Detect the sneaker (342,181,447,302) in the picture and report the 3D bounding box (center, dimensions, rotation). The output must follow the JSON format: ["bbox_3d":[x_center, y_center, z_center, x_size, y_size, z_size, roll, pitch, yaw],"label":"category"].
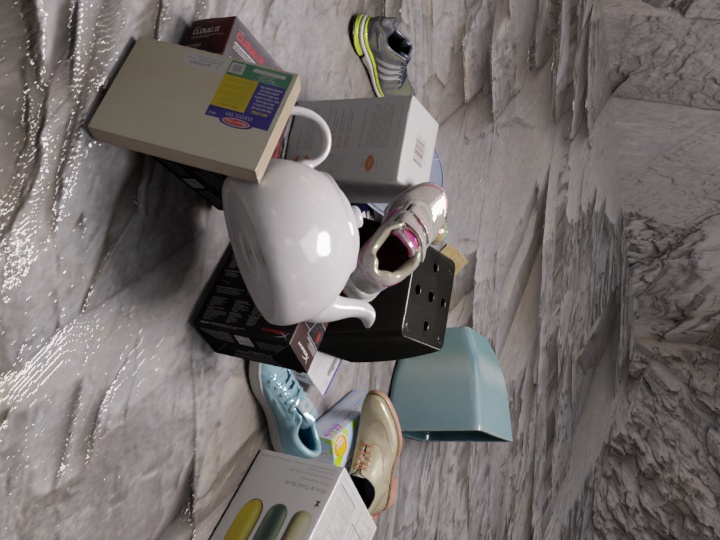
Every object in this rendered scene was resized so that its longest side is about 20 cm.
[{"bbox_3d":[0.058,-0.040,1.014,0.081,0.088,0.201,44,66,-13],"label":"sneaker"}]

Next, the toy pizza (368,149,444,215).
[{"bbox_3d":[0.055,-0.173,1.328,0.197,0.032,0.204,12,65,-26],"label":"toy pizza"}]

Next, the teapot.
[{"bbox_3d":[-0.065,-0.047,0.894,0.144,0.199,0.202,-21,147,-18],"label":"teapot"}]

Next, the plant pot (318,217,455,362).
[{"bbox_3d":[0.029,0.031,1.162,0.199,0.174,0.204,26,71,-54],"label":"plant pot"}]

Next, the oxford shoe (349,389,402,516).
[{"bbox_3d":[0.020,0.292,1.231,0.073,0.070,0.205,-15,105,-54],"label":"oxford shoe"}]

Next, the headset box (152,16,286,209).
[{"bbox_3d":[-0.162,-0.198,0.967,0.149,0.074,0.204,42,58,-53],"label":"headset box"}]

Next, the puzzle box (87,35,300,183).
[{"bbox_3d":[-0.176,-0.175,0.845,0.026,0.196,0.135,86,23,-62],"label":"puzzle box"}]

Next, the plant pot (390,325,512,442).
[{"bbox_3d":[0.174,0.219,1.515,0.195,0.193,0.204,30,58,-57],"label":"plant pot"}]

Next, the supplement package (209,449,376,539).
[{"bbox_3d":[-0.099,0.385,1.081,0.201,0.149,0.152,-59,140,-38],"label":"supplement package"}]

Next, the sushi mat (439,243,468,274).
[{"bbox_3d":[0.110,0.038,1.423,0.200,0.012,0.095,-48,143,7],"label":"sushi mat"}]

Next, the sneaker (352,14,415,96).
[{"bbox_3d":[0.056,-0.352,1.338,0.200,0.080,0.075,50,52,-50],"label":"sneaker"}]

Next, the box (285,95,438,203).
[{"bbox_3d":[0.000,-0.172,1.142,0.097,0.196,0.127,29,69,-57],"label":"box"}]

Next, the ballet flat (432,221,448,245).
[{"bbox_3d":[0.093,-0.133,1.383,0.064,0.071,0.202,6,45,-36],"label":"ballet flat"}]

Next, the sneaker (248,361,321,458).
[{"bbox_3d":[-0.097,0.185,1.131,0.074,0.080,0.203,-50,134,-46],"label":"sneaker"}]

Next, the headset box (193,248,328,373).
[{"bbox_3d":[-0.105,0.017,1.029,0.076,0.146,0.203,65,40,-51],"label":"headset box"}]

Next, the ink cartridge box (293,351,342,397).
[{"bbox_3d":[-0.086,0.092,1.184,0.100,0.039,0.202,-62,141,-36],"label":"ink cartridge box"}]

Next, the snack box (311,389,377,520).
[{"bbox_3d":[-0.017,0.328,1.303,0.168,0.067,0.204,-32,118,-54],"label":"snack box"}]

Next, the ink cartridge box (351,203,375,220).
[{"bbox_3d":[0.000,0.000,1.316,0.094,0.043,0.204,-43,129,-48],"label":"ink cartridge box"}]
